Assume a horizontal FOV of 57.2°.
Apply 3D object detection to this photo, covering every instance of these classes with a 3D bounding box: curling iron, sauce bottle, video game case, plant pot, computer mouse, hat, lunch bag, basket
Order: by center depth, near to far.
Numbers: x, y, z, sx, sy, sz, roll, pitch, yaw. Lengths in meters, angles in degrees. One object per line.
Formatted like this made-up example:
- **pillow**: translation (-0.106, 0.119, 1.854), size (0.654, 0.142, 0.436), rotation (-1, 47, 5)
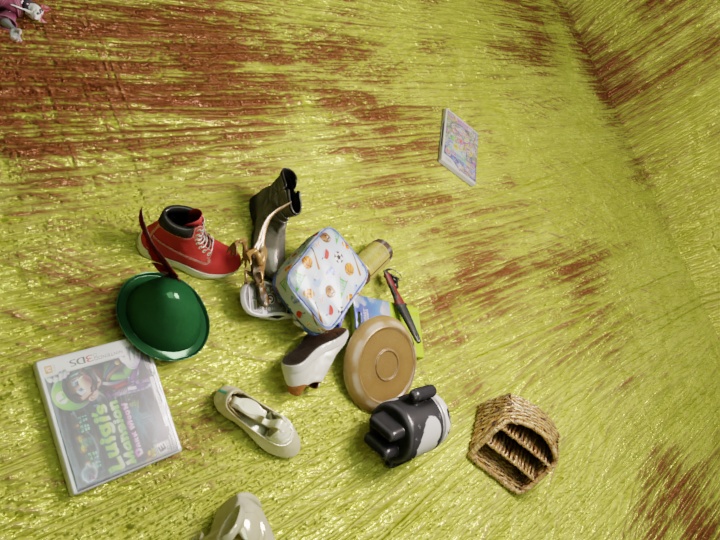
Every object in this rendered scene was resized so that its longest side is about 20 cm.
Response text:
- **video game case**: translation (-0.389, 0.216, 1.026), size (0.180, 0.023, 0.204), rotation (-13, 79, -45)
- **hat**: translation (-0.293, 0.034, 1.075), size (0.197, 0.175, 0.169), rotation (10, 54, -43)
- **computer mouse**: translation (-0.162, 0.060, 1.296), size (0.197, 0.043, 0.112), rotation (9, 71, -44)
- **lunch bag**: translation (-0.076, 0.025, 1.301), size (0.161, 0.075, 0.201), rotation (51, 48, -16)
- **plant pot**: translation (0.050, 0.197, 1.382), size (0.197, 0.027, 0.206), rotation (-1, 92, -37)
- **sauce bottle**: translation (0.000, 0.000, 1.455), size (0.065, 0.064, 0.200), rotation (55, 44, -6)
- **curling iron**: translation (0.096, 0.074, 1.466), size (0.049, 0.026, 0.203), rotation (10, 44, -37)
- **basket**: translation (0.369, 0.405, 1.538), size (0.199, 0.142, 0.151), rotation (41, 47, -19)
- **video game case**: translation (0.288, -0.360, 1.925), size (0.142, 0.018, 0.204), rotation (30, 53, -29)

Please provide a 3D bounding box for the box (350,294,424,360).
- **box**: translation (0.051, 0.129, 1.450), size (0.197, 0.047, 0.125), rotation (13, 61, -37)

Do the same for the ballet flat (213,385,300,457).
- **ballet flat**: translation (-0.172, 0.269, 1.168), size (0.199, 0.069, 0.070), rotation (38, 49, -22)

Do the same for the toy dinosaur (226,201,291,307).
- **toy dinosaur**: translation (-0.191, -0.037, 1.224), size (0.106, 0.059, 0.205), rotation (10, 86, -61)

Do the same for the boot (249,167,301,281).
- **boot**: translation (-0.162, -0.091, 1.305), size (0.067, 0.130, 0.205), rotation (3, 68, -40)

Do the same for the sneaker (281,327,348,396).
- **sneaker**: translation (-0.088, 0.178, 1.302), size (0.199, 0.071, 0.087), rotation (-32, 123, -52)

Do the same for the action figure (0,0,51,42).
- **action figure**: translation (-0.627, -0.471, 1.116), size (0.199, 0.147, 0.137), rotation (23, 84, -54)

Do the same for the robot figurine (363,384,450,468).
- **robot figurine**: translation (0.099, 0.316, 1.337), size (0.198, 0.149, 0.127), rotation (-5, 68, -47)

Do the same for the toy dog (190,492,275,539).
- **toy dog**: translation (-0.170, 0.473, 1.042), size (0.201, 0.139, 0.194), rotation (51, 9, -7)

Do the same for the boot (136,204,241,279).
- **boot**: translation (-0.277, -0.052, 1.173), size (0.197, 0.143, 0.074), rotation (17, 57, -37)
